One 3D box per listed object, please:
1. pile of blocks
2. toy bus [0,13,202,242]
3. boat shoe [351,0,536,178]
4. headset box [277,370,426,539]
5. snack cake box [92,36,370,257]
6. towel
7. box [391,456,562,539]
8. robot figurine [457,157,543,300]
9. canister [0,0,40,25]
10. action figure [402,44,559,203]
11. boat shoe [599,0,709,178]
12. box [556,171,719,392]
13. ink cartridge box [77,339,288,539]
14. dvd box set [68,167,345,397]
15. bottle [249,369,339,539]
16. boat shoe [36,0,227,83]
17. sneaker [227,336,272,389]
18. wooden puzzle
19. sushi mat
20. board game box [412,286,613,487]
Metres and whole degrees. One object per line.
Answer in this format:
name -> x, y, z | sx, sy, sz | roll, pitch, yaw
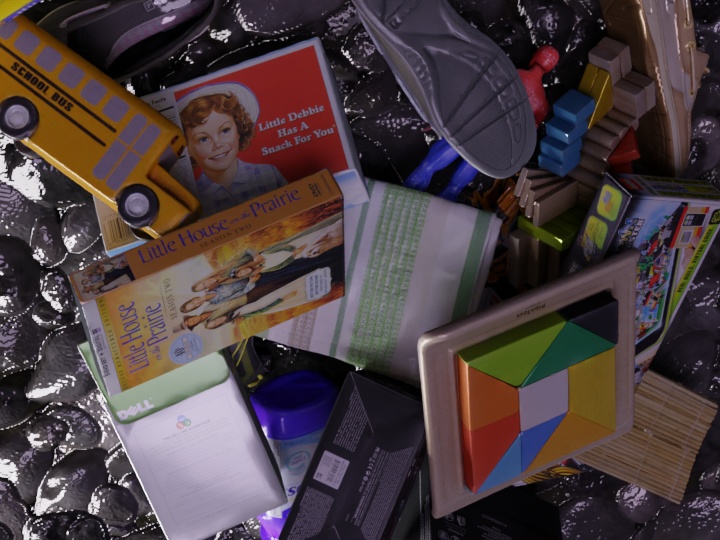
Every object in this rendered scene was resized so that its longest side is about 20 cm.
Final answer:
pile of blocks -> 0.170, -0.072, 1.182 | 0.082, 0.062, 0.202 | -3, 115, -47
toy bus -> -0.195, -0.099, 1.119 | 0.199, 0.065, 0.079 | 35, 82, 5
boat shoe -> 0.058, -0.157, 1.172 | 0.074, 0.065, 0.202 | -42, 102, -3
headset box -> 0.006, 0.161, 1.259 | 0.074, 0.200, 0.150 | 23, 89, 7
snack cake box -> -0.104, -0.084, 1.187 | 0.198, 0.116, 0.067 | -18, 159, 5
towel -> 0.000, 0.000, 1.231 | 0.198, 0.031, 0.151 | 16, 101, 9
box -> 0.070, 0.288, 1.395 | 0.148, 0.125, 0.200 | 26, 125, -18
robot figurine -> 0.161, -0.004, 1.295 | 0.199, 0.058, 0.145 | 33, 109, -21
canister -> -0.259, -0.232, 1.078 | 0.199, 0.149, 0.087 | -30, 136, 9
action figure -> 0.085, -0.100, 1.234 | 0.065, 0.052, 0.200 | 39, 107, -14
boat shoe -> 0.237, -0.161, 1.210 | 0.069, 0.074, 0.201 | -29, 128, -18
box -> 0.198, 0.021, 1.208 | 0.109, 0.035, 0.201 | 1, 123, -34
ink cartridge box -> -0.142, 0.113, 1.250 | 0.103, 0.059, 0.201 | -22, 113, -1
dvd box set -> -0.105, 0.011, 1.131 | 0.198, 0.030, 0.147 | -23, 152, -14
bottle -> -0.057, 0.188, 1.370 | 0.083, 0.065, 0.202 | -20, 125, -34
boat shoe -> -0.187, -0.174, 1.168 | 0.199, 0.057, 0.067 | -28, 118, 10
sneaker -> -0.119, 0.090, 1.311 | 0.084, 0.075, 0.202 | 7, 118, -10
wooden puzzle -> 0.132, 0.091, 1.168 | 0.184, 0.037, 0.201 | -21, 133, -19
sushi mat -> 0.215, 0.122, 1.313 | 0.199, 0.012, 0.096 | 25, 89, -28
board game box -> 0.115, 0.105, 1.335 | 0.126, 0.035, 0.200 | -19, 124, 40
